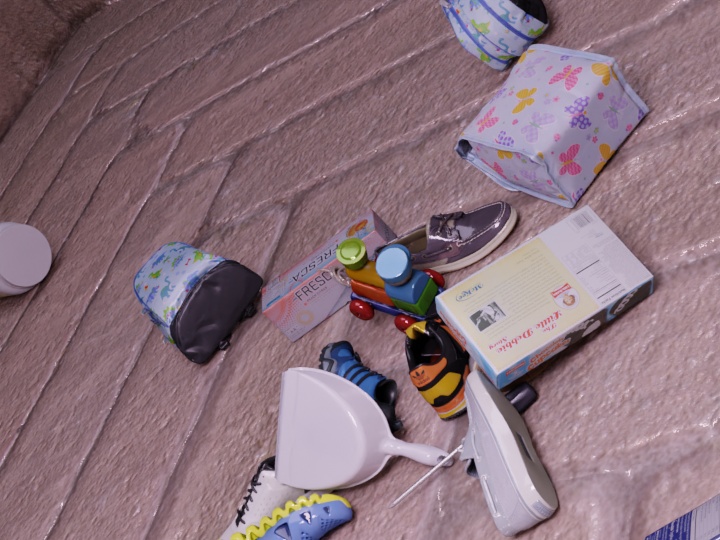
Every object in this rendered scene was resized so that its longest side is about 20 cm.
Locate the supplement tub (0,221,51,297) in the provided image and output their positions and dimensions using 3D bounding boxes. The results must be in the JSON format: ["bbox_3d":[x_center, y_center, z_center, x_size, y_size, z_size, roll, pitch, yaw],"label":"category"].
[{"bbox_3d":[-0.714,-0.019,2.856,0.200,0.145,0.145,-10,42,49],"label":"supplement tub"}]

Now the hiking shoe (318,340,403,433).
[{"bbox_3d":[0.003,0.147,1.707,0.087,0.074,0.200,-19,32,5],"label":"hiking shoe"}]

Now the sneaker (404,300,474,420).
[{"bbox_3d":[0.090,0.076,1.645,0.070,0.090,0.200,-32,29,23],"label":"sneaker"}]

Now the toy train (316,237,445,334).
[{"bbox_3d":[0.000,0.000,1.786,0.200,0.116,0.085,17,68,33],"label":"toy train"}]

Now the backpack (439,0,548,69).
[{"bbox_3d":[0.196,-0.386,2.111,0.154,0.163,0.200,-52,32,7],"label":"backpack"}]

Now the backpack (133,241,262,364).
[{"bbox_3d":[-0.254,0.036,2.157,0.163,0.154,0.200,-53,14,-5],"label":"backpack"}]

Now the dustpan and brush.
[{"bbox_3d":[0.004,0.188,1.576,0.200,0.140,0.057,13,14,34],"label":"dustpan and brush"}]

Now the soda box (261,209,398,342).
[{"bbox_3d":[-0.039,0.008,1.952,0.200,0.068,0.064,-36,27,17],"label":"soda box"}]

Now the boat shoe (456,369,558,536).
[{"bbox_3d":[0.131,0.181,1.440,0.071,0.070,0.201,-38,37,14],"label":"boat shoe"}]

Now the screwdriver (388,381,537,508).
[{"bbox_3d":[0.107,0.188,1.522,0.200,0.028,0.029,-42,17,-1],"label":"screwdriver"}]

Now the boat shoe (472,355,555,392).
[{"bbox_3d":[0.186,0.053,1.574,0.200,0.072,0.065,-51,16,-16],"label":"boat shoe"}]

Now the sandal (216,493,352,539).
[{"bbox_3d":[-0.092,0.315,1.589,0.200,0.079,0.087,-31,65,9],"label":"sandal"}]

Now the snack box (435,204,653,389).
[{"bbox_3d":[0.193,0.026,1.515,0.200,0.037,0.116,-31,58,-11],"label":"snack box"}]

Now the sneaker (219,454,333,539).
[{"bbox_3d":[-0.110,0.264,1.664,0.200,0.080,0.074,-46,28,-2],"label":"sneaker"}]

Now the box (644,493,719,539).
[{"bbox_3d":[0.317,0.194,1.160,0.200,0.032,0.121,-37,-2,16],"label":"box"}]

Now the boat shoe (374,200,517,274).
[{"bbox_3d":[0.104,-0.039,1.823,0.200,0.065,0.072,-26,31,32],"label":"boat shoe"}]

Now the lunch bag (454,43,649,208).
[{"bbox_3d":[0.230,-0.185,1.800,0.170,0.127,0.200,-52,37,-11],"label":"lunch bag"}]
